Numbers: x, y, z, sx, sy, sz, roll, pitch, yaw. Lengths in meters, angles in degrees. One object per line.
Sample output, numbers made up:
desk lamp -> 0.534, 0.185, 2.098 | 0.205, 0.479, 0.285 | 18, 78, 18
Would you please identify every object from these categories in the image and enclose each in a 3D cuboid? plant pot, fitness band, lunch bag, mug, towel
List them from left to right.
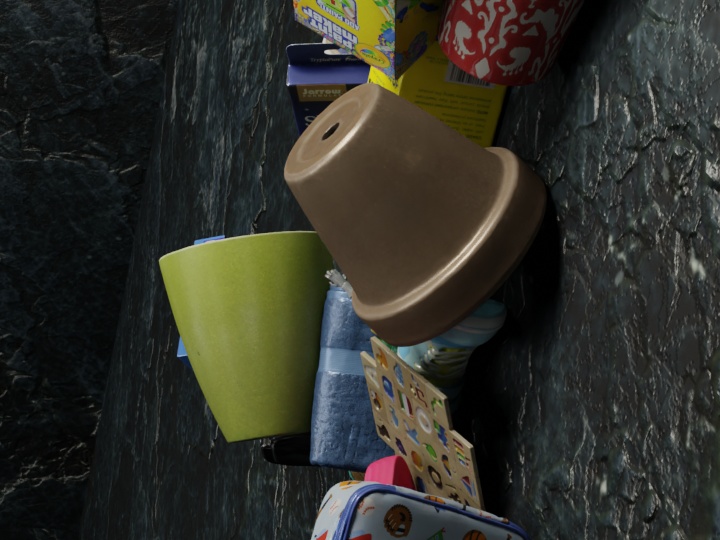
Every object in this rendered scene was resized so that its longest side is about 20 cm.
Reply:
plant pot -> -0.107, 0.076, 1.545 | 0.187, 0.186, 0.201 | 151, 112, -69
towel -> 0.010, 0.108, 1.500 | 0.049, 0.111, 0.201 | 141, 136, -82
plant pot -> 0.033, -0.065, 1.263 | 0.200, 0.175, 0.201 | -38, 22, 19
fitness band -> 0.040, 0.252, 1.321 | 0.200, 0.037, 0.144 | -82, -30, -70
lunch bag -> 0.047, 0.264, 1.184 | 0.075, 0.199, 0.161 | -13, 58, 62
mug -> 0.155, -0.270, 1.218 | 0.133, 0.177, 0.200 | 43, 140, 23

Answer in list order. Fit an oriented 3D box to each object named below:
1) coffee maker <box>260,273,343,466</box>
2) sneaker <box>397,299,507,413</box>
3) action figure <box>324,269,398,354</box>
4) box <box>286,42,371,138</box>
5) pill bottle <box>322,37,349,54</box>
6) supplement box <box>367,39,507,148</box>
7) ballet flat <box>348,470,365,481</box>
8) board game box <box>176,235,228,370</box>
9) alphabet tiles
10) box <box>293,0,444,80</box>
coffee maker -> -0.046, 0.124, 1.699 | 0.192, 0.134, 0.201 | 40, -133, -60
sneaker -> 0.079, 0.085, 1.353 | 0.200, 0.079, 0.131 | -159, 77, -82
action figure -> 0.000, 0.000, 1.452 | 0.201, 0.054, 0.118 | 65, -167, 4
box -> -0.009, -0.168, 1.535 | 0.200, 0.120, 0.033 | 78, -167, -60
pill bottle -> 0.047, -0.290, 1.517 | 0.200, 0.111, 0.111 | -60, 27, 34
supplement box -> 0.066, -0.153, 1.424 | 0.109, 0.109, 0.201 | -117, 37, -62
ballet flat -> 0.020, 0.130, 1.565 | 0.072, 0.068, 0.201 | -22, 61, 48
board game box -> -0.140, 0.075, 1.723 | 0.200, 0.045, 0.153 | 51, -143, -50
alphabet tiles -> 0.057, 0.156, 1.348 | 0.200, 0.006, 0.167 | 37, 146, 54
box -> 0.045, -0.312, 1.268 | 0.200, 0.122, 0.193 | -48, -22, -24
